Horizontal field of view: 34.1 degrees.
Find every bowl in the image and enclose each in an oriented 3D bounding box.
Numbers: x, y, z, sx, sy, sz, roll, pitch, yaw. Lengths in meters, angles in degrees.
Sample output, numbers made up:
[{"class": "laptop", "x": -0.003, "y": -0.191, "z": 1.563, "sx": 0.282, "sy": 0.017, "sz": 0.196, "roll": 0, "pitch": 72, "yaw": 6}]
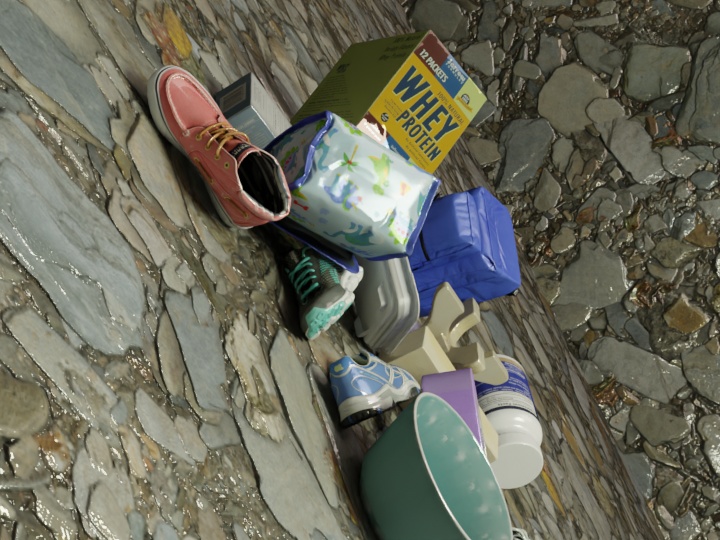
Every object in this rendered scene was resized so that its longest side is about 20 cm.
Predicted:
[{"class": "bowl", "x": 0.072, "y": 0.246, "z": 1.283, "sx": 0.201, "sy": 0.105, "sz": 0.201, "roll": 50, "pitch": 20, "yaw": -26}]

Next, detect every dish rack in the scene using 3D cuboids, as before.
[{"class": "dish rack", "x": 0.014, "y": -0.002, "z": 1.529, "sx": 0.172, "sy": 0.043, "sz": 0.200, "roll": 122, "pitch": -41, "yaw": -62}]

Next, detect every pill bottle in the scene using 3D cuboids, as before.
[{"class": "pill bottle", "x": 0.216, "y": 0.232, "z": 1.807, "sx": 0.116, "sy": 0.116, "sz": 0.200, "roll": 52, "pitch": 17, "yaw": -32}]

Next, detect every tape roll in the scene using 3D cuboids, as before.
[{"class": "tape roll", "x": 0.123, "y": 0.226, "z": 1.465, "sx": 0.200, "sy": 0.066, "sz": 0.200, "roll": -9, "pitch": 90, "yaw": -83}]

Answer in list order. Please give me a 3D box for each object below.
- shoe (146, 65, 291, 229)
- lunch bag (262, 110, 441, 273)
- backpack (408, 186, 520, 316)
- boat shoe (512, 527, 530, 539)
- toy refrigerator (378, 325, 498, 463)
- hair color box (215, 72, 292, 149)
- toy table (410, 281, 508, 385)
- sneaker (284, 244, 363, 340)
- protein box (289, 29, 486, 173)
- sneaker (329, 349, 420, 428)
[{"class": "shoe", "x": -0.147, "y": -0.136, "z": 1.257, "sx": 0.071, "sy": 0.091, "sz": 0.200, "roll": -39, "pitch": 109, "yaw": -30}, {"class": "lunch bag", "x": -0.036, "y": -0.086, "z": 1.380, "sx": 0.170, "sy": 0.128, "sz": 0.200, "roll": 31, "pitch": -17, "yaw": -23}, {"class": "backpack", "x": 0.120, "y": -0.033, "z": 1.806, "sx": 0.168, "sy": 0.200, "sz": 0.163, "roll": 37, "pitch": 42, "yaw": -45}, {"class": "boat shoe", "x": 0.195, "y": 0.374, "z": 1.555, "sx": 0.074, "sy": 0.068, "sz": 0.199, "roll": 62, "pitch": 14, "yaw": 2}, {"class": "toy refrigerator", "x": 0.107, "y": 0.179, "z": 1.597, "sx": 0.200, "sy": 0.076, "sz": 0.070, "roll": 56, "pitch": 20, "yaw": -17}, {"class": "hair color box", "x": -0.108, "y": -0.147, "z": 1.516, "sx": 0.200, "sy": 0.061, "sz": 0.099, "roll": 52, "pitch": 17, "yaw": -31}, {"class": "toy table", "x": 0.122, "y": 0.112, "z": 1.711, "sx": 0.184, "sy": 0.117, "sz": 0.200, "roll": 51, "pitch": 18, "yaw": -33}, {"class": "sneaker", "x": -0.057, "y": 0.016, "z": 1.395, "sx": 0.091, "sy": 0.078, "sz": 0.200, "roll": 43, "pitch": 13, "yaw": -7}, {"class": "protein box", "x": 0.025, "y": -0.205, "z": 1.621, "sx": 0.135, "sy": 0.200, "sz": 0.198, "roll": 46, "pitch": -21, "yaw": -27}, {"class": "sneaker", "x": 0.017, "y": 0.129, "z": 1.387, "sx": 0.077, "sy": 0.076, "sz": 0.200, "roll": 67, "pitch": 13, "yaw": 5}]
